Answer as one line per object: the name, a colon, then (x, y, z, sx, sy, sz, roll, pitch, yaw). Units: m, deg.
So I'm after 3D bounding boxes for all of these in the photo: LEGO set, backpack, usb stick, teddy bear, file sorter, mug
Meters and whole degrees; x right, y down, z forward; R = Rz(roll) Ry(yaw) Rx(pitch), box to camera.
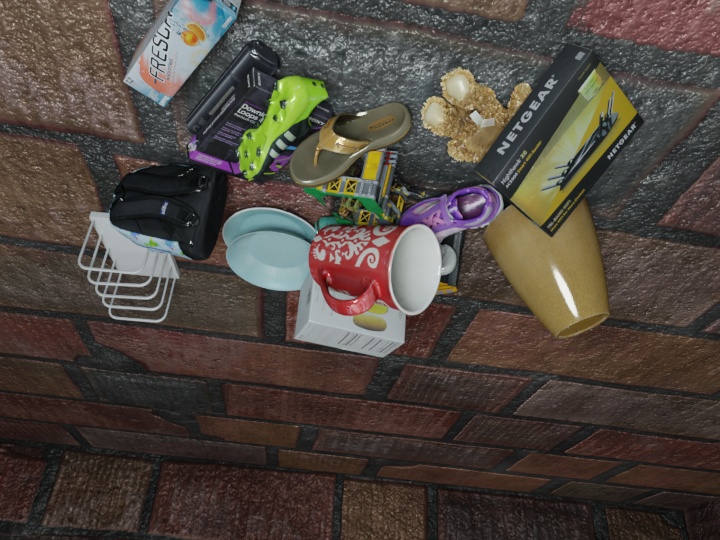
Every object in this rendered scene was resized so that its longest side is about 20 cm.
LEGO set: (0.005, -0.148, 0.919, 0.150, 0.120, 0.199, 8, 166, 32)
backpack: (-0.328, -0.100, 0.970, 0.193, 0.169, 0.154, 7, 163, 7)
usb stick: (-0.187, -0.254, 0.824, 0.054, 0.034, 0.198, 19, 145, -37)
teddy bear: (0.180, -0.212, 0.824, 0.193, 0.068, 0.148, 12, 129, -10)
file sorter: (-0.463, -0.001, 1.158, 0.133, 0.128, 0.202, 4, 147, -1)
mug: (0.002, -0.012, 0.912, 0.196, 0.139, 0.174, 10, -169, 43)

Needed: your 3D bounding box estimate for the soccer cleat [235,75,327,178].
soccer cleat: (-0.111, -0.189, 0.791, 0.079, 0.069, 0.199, -12, 164, -38)

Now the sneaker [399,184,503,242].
sneaker: (0.140, -0.091, 0.951, 0.195, 0.083, 0.088, -21, 177, 15)

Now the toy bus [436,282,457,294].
toy bus: (0.096, 0.014, 1.170, 0.193, 0.067, 0.079, -9, 147, 19)

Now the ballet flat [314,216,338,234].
ballet flat: (-0.036, -0.033, 1.113, 0.068, 0.069, 0.202, -8, 147, 5)

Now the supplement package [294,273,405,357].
supplement package: (-0.018, 0.084, 1.121, 0.194, 0.117, 0.110, 14, 153, -17)

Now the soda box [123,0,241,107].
soda box: (-0.226, -0.298, 0.724, 0.063, 0.070, 0.197, 27, 142, -33)

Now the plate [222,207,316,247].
plate: (-0.170, -0.066, 1.117, 0.192, 0.026, 0.202, 3, 148, 2)

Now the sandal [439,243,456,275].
sandal: (0.074, -0.008, 1.022, 0.196, 0.084, 0.050, 4, 144, 22)

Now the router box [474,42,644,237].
router box: (0.272, -0.171, 0.783, 0.155, 0.052, 0.202, 28, 104, -34)

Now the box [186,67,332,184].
box: (-0.154, -0.206, 0.859, 0.140, 0.037, 0.198, 11, 148, -41)

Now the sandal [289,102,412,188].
sandal: (-0.018, -0.191, 0.818, 0.195, 0.082, 0.054, -26, 157, 2)

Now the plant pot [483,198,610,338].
plant pot: (0.325, -0.001, 0.945, 0.180, 0.205, 0.188, -16, 156, -7)

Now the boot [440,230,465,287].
boot: (0.093, -0.057, 1.067, 0.193, 0.066, 0.169, 13, 125, 15)

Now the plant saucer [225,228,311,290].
plant saucer: (-0.161, -0.029, 1.113, 0.193, 0.040, 0.203, 2, 147, 1)
